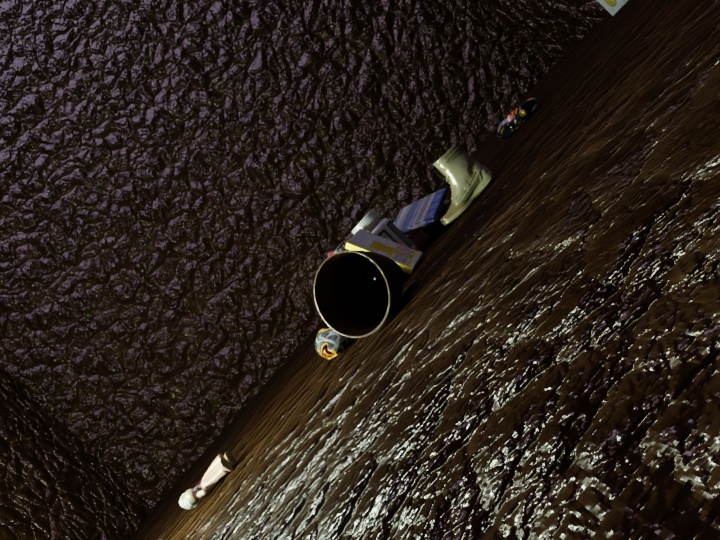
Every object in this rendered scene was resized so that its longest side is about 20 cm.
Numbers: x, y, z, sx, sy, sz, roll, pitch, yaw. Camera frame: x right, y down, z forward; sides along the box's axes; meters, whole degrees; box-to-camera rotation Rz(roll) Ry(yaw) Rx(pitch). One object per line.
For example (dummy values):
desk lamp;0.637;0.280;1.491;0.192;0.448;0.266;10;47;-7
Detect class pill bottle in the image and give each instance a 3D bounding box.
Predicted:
pill bottle;0.077;-0.080;1.612;0.114;0.200;0.114;-46;2;2

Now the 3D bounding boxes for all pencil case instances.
pencil case;0.121;-0.045;1.718;0.200;0.086;0.083;-49;-21;-11

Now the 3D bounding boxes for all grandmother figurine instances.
grandmother figurine;-0.432;0.592;1.519;0.200;0.061;0.121;-45;-6;9

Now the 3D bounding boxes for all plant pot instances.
plant pot;0.022;0.036;1.239;0.187;0.187;0.199;-46;-12;25

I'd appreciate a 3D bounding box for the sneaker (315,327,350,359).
sneaker;-0.086;0.203;1.460;0.078;0.078;0.200;-63;6;-28

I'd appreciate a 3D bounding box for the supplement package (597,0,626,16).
supplement package;1.156;-1.312;2.469;0.151;0.200;0.152;-48;2;-32

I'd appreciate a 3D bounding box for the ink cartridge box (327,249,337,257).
ink cartridge box;0.003;-0.020;1.827;0.198;0.146;0.145;-18;1;-2

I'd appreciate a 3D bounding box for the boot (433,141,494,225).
boot;0.258;-0.244;1.535;0.200;0.155;0.073;-49;3;15

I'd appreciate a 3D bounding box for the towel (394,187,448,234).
towel;0.176;-0.169;1.665;0.199;0.024;0.148;-22;33;46

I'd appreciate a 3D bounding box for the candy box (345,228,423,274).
candy box;0.066;-0.054;1.499;0.102;0.198;0.027;-48;-24;-57

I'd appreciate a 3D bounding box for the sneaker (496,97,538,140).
sneaker;0.608;-0.593;2.104;0.200;0.070;0.090;-45;-1;5

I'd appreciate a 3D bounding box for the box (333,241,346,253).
box;0.000;0.000;1.692;0.035;0.200;0.110;-47;2;-10

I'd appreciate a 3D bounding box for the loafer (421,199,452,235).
loafer;0.252;-0.182;1.756;0.070;0.070;0.200;-57;5;-24

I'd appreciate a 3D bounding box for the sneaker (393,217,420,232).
sneaker;0.174;-0.147;1.794;0.199;0.083;0.075;-14;45;61

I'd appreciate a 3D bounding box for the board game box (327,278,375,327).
board game box;0.006;0.059;1.511;0.195;0.056;0.201;-39;20;27
